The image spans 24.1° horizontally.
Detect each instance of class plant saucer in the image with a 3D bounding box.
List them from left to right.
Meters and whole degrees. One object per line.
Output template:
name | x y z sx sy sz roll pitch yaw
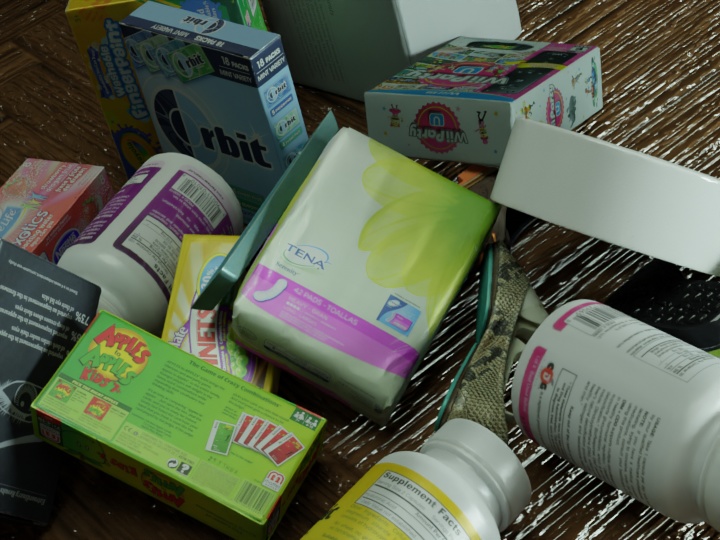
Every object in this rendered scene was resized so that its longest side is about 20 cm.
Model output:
plant saucer | -0.074 -0.048 1.376 0.019 0.070 0.201 35 53 -6

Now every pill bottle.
pill bottle | -0.194 -0.002 1.459 0.111 0.113 0.200 9 44 29
pill bottle | 0.025 0.194 1.138 0.111 0.112 0.200 22 51 39
pill bottle | 0.212 0.106 1.176 0.113 0.114 0.199 -37 42 -25

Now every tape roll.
tape roll | 0.206 -0.058 1.323 0.201 0.071 0.202 18 5 -2

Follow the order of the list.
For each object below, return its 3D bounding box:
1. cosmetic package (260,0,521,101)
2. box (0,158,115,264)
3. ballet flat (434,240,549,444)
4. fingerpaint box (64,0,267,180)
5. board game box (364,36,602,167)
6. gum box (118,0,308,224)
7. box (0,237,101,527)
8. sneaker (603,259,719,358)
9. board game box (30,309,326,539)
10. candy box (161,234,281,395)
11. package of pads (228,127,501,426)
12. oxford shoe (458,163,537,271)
cosmetic package | 0.023 -0.281 1.681 0.199 0.167 0.167 20 51 38
box | -0.300 0.000 1.502 0.094 0.103 0.200 8 45 27
ballet flat | 0.113 0.063 1.317 0.075 0.068 0.201 15 48 4
fingerpaint box | -0.169 -0.192 1.612 0.165 0.201 0.074 -6 38 12
board game box | 0.115 -0.155 1.530 0.146 0.065 0.200 7 25 28
gum box | -0.121 -0.134 1.523 0.169 0.201 0.045 20 50 38
box | -0.297 0.084 1.293 0.104 0.148 0.202 6 76 26
sneaker | 0.248 0.051 1.275 0.072 0.083 0.200 -41 17 -4
board game box | -0.137 0.119 1.274 0.199 0.048 0.102 25 55 11
candy box | -0.112 0.062 1.364 0.101 0.026 0.201 1 59 13
package of pads | 0.000 0.000 1.342 0.154 0.068 0.201 28 67 7
oxford shoe | 0.085 -0.029 1.427 0.073 0.072 0.200 25 53 36
